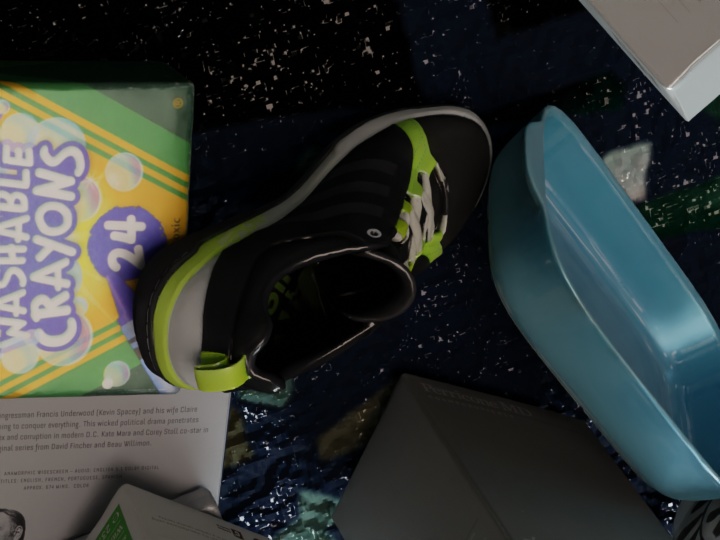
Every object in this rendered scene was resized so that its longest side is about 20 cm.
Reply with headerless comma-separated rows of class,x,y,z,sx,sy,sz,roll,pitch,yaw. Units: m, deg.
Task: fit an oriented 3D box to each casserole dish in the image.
casserole dish,0.108,0.020,0.990,0.039,0.122,0.200,-25,125,22

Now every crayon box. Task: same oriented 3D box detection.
crayon box,-0.168,-0.016,0.895,0.199,0.052,0.127,-1,105,-17

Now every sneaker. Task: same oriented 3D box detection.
sneaker,0.000,0.000,0.919,0.200,0.083,0.072,-35,126,-35

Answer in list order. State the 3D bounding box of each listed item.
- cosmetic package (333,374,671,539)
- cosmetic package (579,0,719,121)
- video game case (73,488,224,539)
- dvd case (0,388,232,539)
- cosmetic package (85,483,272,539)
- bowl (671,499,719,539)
cosmetic package,0.074,0.134,0.975,0.106,0.200,0.091,15,113,-28
cosmetic package,0.110,-0.179,0.844,0.151,0.200,0.052,-41,160,7
video game case,-0.104,0.203,1.036,0.142,0.018,0.201,-22,122,-7
dvd case,-0.135,0.108,1.000,0.149,0.025,0.201,-1,116,-18
cosmetic package,-0.064,0.190,0.913,0.085,0.200,0.108,25,106,-29
bowl,0.207,0.135,1.077,0.200,0.094,0.202,-18,137,-17
